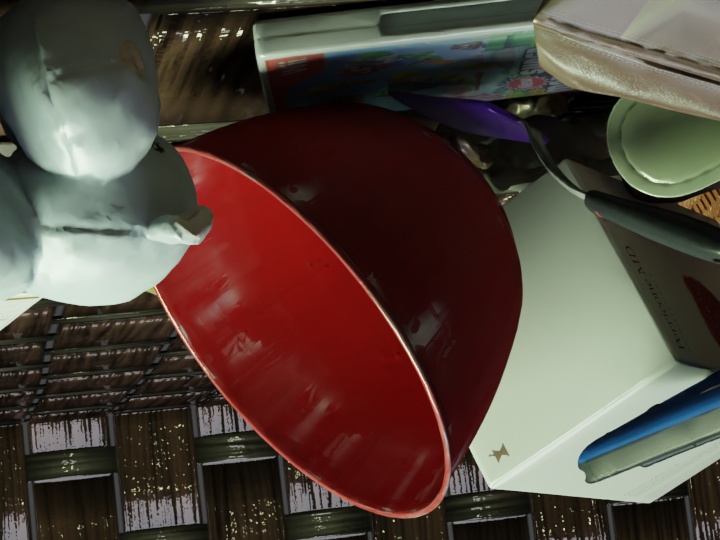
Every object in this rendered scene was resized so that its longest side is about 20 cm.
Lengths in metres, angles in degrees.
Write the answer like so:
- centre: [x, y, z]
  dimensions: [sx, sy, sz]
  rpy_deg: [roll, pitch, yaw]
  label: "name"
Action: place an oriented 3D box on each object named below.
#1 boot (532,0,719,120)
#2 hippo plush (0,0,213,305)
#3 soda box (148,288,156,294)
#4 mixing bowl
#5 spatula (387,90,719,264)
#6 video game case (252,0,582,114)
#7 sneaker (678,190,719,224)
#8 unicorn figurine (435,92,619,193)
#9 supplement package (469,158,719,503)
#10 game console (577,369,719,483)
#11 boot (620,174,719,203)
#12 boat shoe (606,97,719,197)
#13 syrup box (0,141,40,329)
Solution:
- centre: [0.141, -0.060, 0.771]
  dimensions: [0.198, 0.065, 0.187]
  rpy_deg: [10, 140, -15]
  label: "boot"
- centre: [-0.134, -0.019, 0.729]
  dimensions: [0.159, 0.202, 0.159]
  rpy_deg: [-13, -164, -11]
  label: "hippo plush"
- centre: [-0.087, -0.020, 1.152]
  dimensions: [0.063, 0.069, 0.200]
  rpy_deg: [-7, 172, 10]
  label: "soda box"
- centre: [0.000, 0.000, 0.914]
  dimensions: [0.108, 0.201, 0.200]
  rpy_deg: [-40, -171, -27]
  label: "mixing bowl"
- centre: [0.092, -0.041, 0.859]
  dimensions: [0.199, 0.021, 0.056]
  rpy_deg: [34, -173, 42]
  label: "spatula"
- centre: [0.054, -0.097, 0.896]
  dimensions: [0.198, 0.018, 0.143]
  rpy_deg: [-6, 173, -1]
  label: "video game case"
- centre: [0.253, -0.038, 1.305]
  dimensions: [0.079, 0.072, 0.200]
  rpy_deg: [0, 170, -12]
  label: "sneaker"
- centre: [0.104, -0.057, 1.087]
  dimensions: [0.199, 0.075, 0.137]
  rpy_deg: [18, 161, -32]
  label: "unicorn figurine"
- centre: [0.131, 0.038, 1.052]
  dimensions: [0.119, 0.122, 0.199]
  rpy_deg: [-36, 156, 22]
  label: "supplement package"
- centre: [0.226, 0.079, 0.873]
  dimensions: [0.170, 0.119, 0.199]
  rpy_deg: [-22, 174, -42]
  label: "game console"
- centre: [0.227, -0.082, 1.001]
  dimensions: [0.199, 0.071, 0.146]
  rpy_deg: [-17, 168, -37]
  label: "boot"
- centre: [0.201, -0.091, 0.856]
  dimensions: [0.200, 0.072, 0.061]
  rpy_deg: [-20, -175, 19]
  label: "boat shoe"
- centre: [-0.224, -0.009, 1.076]
  dimensions: [0.081, 0.080, 0.200]
  rpy_deg: [-3, 172, -20]
  label: "syrup box"
